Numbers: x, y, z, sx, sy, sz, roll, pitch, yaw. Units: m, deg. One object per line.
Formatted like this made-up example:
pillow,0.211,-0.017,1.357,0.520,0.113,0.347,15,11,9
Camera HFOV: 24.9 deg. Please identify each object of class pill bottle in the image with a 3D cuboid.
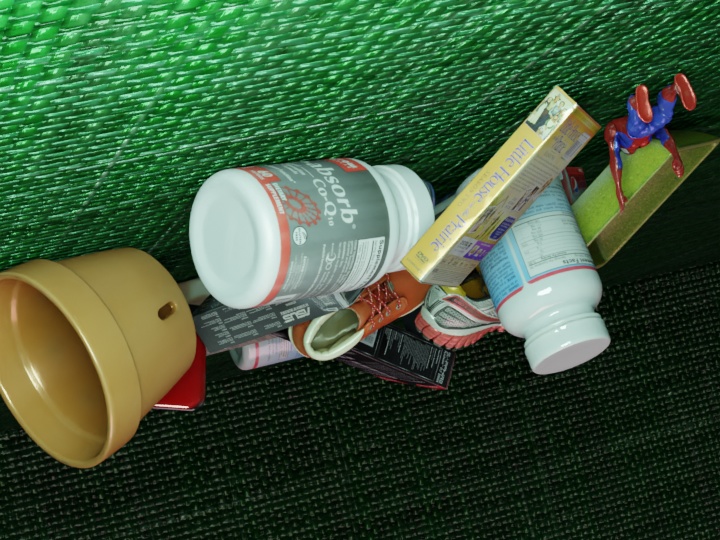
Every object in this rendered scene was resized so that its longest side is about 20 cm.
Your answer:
pill bottle,-0.077,0.058,2.146,0.197,0.110,0.109,-12,173,-18
pill bottle,-0.039,-0.037,1.400,0.198,0.117,0.115,-10,172,-42
pill bottle,0.175,-0.006,1.624,0.107,0.202,0.109,-17,160,-6

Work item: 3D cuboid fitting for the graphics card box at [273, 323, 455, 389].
graphics card box,-0.001,0.083,1.895,0.199,0.052,0.125,23,170,-36

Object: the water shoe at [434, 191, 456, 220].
water shoe,0.116,-0.066,1.815,0.198,0.072,0.079,-18,-160,19

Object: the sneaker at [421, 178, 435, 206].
sneaker,-0.025,-0.047,1.542,0.197,0.078,0.085,-16,169,3

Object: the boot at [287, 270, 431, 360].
boot,0.018,0.030,1.682,0.199,0.075,0.107,-35,-174,-3

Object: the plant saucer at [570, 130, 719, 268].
plant saucer,0.281,-0.080,1.742,0.200,0.048,0.199,-49,165,23

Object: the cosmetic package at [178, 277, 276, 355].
cosmetic package,-0.179,0.053,1.970,0.197,0.088,0.103,-14,172,1

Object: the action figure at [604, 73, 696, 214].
action figure,0.277,-0.116,1.552,0.064,0.100,0.200,-14,176,-2

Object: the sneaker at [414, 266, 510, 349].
sneaker,0.151,0.021,1.720,0.198,0.078,0.083,-17,136,-36

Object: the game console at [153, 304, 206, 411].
game console,-0.266,0.091,1.731,0.197,0.120,0.172,6,170,-10

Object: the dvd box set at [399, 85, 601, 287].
dvd box set,0.125,-0.069,1.422,0.200,0.029,0.146,-49,167,10

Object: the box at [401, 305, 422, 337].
box,0.136,0.022,1.888,0.140,0.080,0.200,-17,177,-17

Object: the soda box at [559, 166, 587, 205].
soda box,0.165,-0.061,1.880,0.198,0.064,0.070,-17,175,26

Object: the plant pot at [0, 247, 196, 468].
plant pot,-0.252,0.068,1.560,0.139,0.202,0.199,-30,-175,-40

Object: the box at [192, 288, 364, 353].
box,-0.063,0.003,1.695,0.198,0.050,0.158,-20,-160,36
